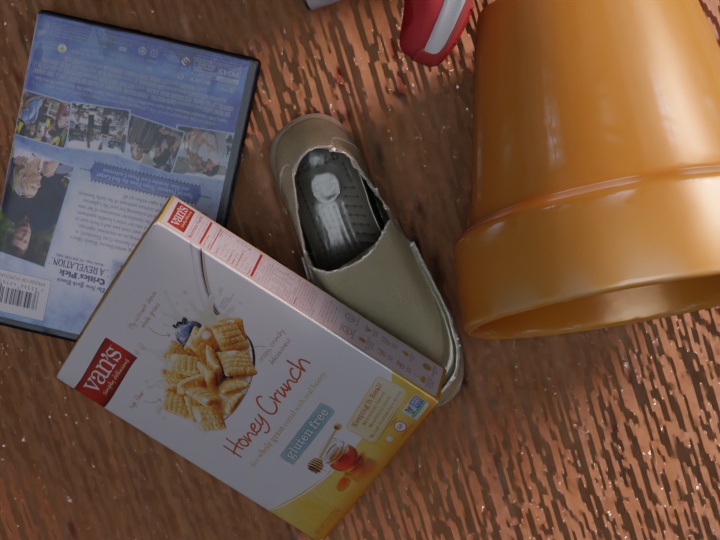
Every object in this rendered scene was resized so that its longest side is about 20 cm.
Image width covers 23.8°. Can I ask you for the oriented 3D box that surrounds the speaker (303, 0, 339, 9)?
[{"bbox_3d":[0.051,-0.222,1.009,0.199,0.081,0.082,-17,97,5],"label":"speaker"}]

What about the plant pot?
[{"bbox_3d":[0.144,-0.069,0.980,0.199,0.200,0.184,-9,81,4],"label":"plant pot"}]

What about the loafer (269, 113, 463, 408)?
[{"bbox_3d":[0.000,0.000,1.046,0.075,0.068,0.200,-29,95,6],"label":"loafer"}]

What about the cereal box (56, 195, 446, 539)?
[{"bbox_3d":[-0.068,0.063,1.040,0.200,0.040,0.144,32,123,-7],"label":"cereal box"}]

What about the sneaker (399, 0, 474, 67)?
[{"bbox_3d":[0.020,-0.218,0.929,0.115,0.078,0.201,12,104,-4],"label":"sneaker"}]

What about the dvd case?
[{"bbox_3d":[-0.151,-0.050,1.072,0.142,0.018,0.201,13,97,0],"label":"dvd case"}]
